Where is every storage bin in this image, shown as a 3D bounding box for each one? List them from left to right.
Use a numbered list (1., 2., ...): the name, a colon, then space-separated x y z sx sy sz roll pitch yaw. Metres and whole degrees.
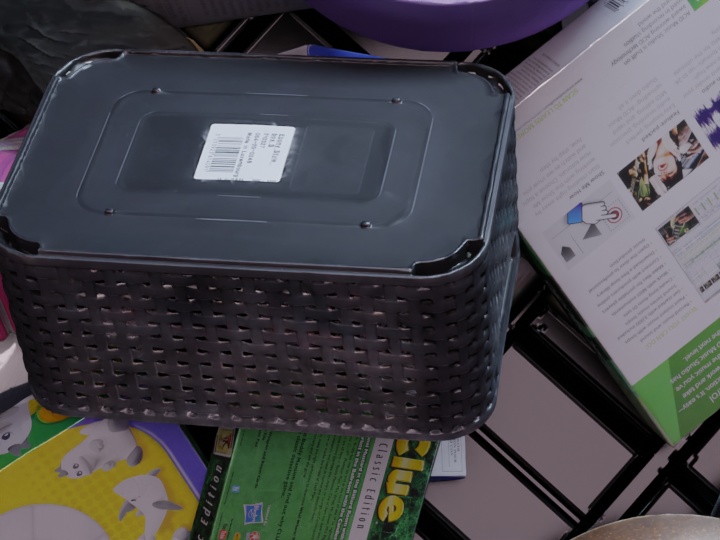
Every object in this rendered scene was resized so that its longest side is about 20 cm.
1. storage bin: -0.038 -0.014 0.856 0.199 0.094 0.135 4 43 10

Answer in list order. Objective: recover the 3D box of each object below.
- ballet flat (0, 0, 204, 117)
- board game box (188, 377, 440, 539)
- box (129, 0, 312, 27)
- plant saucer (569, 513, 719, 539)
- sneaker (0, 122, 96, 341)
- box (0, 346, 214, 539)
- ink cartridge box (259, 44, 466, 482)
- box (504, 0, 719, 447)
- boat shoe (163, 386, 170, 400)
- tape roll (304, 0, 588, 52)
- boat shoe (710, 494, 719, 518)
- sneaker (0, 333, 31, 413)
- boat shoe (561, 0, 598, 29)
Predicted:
1. ballet flat: -0.144 -0.098 0.974 0.200 0.057 0.067 16 73 28
2. board game box: -0.033 0.147 0.914 0.105 0.023 0.201 12 97 -28
3. box: -0.033 -0.212 0.998 0.199 0.106 0.153 -8 82 0
4. plant saucer: 0.146 0.213 0.948 0.200 0.037 0.201 1 99 9
5. sneaker: -0.152 -0.028 0.984 0.199 0.088 0.082 -14 117 -15
6. box: -0.156 0.130 0.903 0.200 0.048 0.117 -31 121 -3
7. ink cartridge box: 0.000 0.000 0.979 0.094 0.044 0.201 5 80 -40
8. box: 0.147 -0.033 0.958 0.144 0.036 0.200 -38 116 -1
9. boat shoe: -0.163 0.124 0.963 0.200 0.068 0.072 -52 42 -4
10. tape roll: 0.038 -0.202 0.897 0.199 0.085 0.201 0 82 2
11. boat shoe: 0.217 0.094 0.976 0.091 0.071 0.201 10 84 3
12. sneaker: -0.228 0.079 0.951 0.199 0.130 0.080 -30 84 -4
13. boat shoe: 0.142 -0.128 1.005 0.075 0.093 0.201 3 115 39
